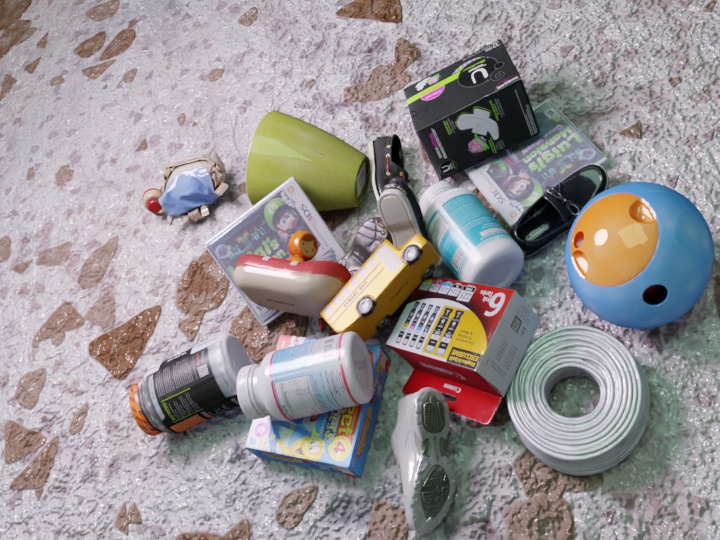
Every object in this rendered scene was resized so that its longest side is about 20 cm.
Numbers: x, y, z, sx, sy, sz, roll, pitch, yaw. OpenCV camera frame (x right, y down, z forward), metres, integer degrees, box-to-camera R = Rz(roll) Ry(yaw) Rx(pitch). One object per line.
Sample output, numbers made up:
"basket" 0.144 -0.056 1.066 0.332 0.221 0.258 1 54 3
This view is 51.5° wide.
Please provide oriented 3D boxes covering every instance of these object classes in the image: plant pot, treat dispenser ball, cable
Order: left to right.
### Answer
"plant pot" -0.087 -0.187 1.404 0.196 0.188 0.190 14 66 15
"cable" 0.305 0.179 1.053 0.197 0.069 0.202 -31 53 5
"treat dispenser ball" 0.389 -0.021 1.051 0.196 0.202 0.205 -11 57 18

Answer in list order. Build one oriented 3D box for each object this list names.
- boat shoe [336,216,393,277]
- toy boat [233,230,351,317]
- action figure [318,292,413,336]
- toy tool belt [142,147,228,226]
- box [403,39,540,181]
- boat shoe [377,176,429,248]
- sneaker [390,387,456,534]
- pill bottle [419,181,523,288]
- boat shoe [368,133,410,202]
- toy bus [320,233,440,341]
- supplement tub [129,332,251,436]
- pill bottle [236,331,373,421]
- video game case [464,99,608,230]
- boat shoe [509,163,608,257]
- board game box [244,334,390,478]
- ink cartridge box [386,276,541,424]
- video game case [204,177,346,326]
"boat shoe" 0.000 0.000 1.302 0.076 0.073 0.201 45 106 23
"toy boat" -0.106 -0.005 1.253 0.196 0.131 0.133 9 68 21
"action figure" 0.027 0.066 1.256 0.197 0.066 0.052 -28 31 9
"toy tool belt" -0.361 -0.156 1.534 0.197 0.125 0.124 -29 45 7
"box" 0.194 -0.284 1.331 0.197 0.125 0.150 -24 41 12
"boat shoe" 0.080 -0.058 1.234 0.072 0.203 0.061 -7 34 27
"sneaker" 0.085 0.279 1.104 0.099 0.076 0.205 -22 61 58
"pill bottle" 0.173 -0.058 1.231 0.110 0.111 0.202 -34 53 2
"boat shoe" 0.057 -0.169 1.374 0.062 0.074 0.205 -18 54 17
"toy bus" 0.033 0.025 1.181 0.201 0.065 0.078 -48 50 0
"supplement tub" -0.289 0.201 1.285 0.197 0.123 0.124 -24 53 9
"pill bottle" -0.086 0.168 1.147 0.196 0.109 0.111 -15 56 16
"video game case" 0.298 -0.188 1.306 0.198 0.023 0.183 -34 53 3
"boat shoe" 0.322 -0.100 1.208 0.199 0.062 0.075 -39 70 1
"board game box" -0.068 0.215 1.214 0.192 0.056 0.204 3 62 27
"ink cartridge box" 0.142 0.112 1.122 0.198 0.084 0.178 9 64 52
"video game case" -0.147 -0.032 1.334 0.198 0.183 0.023 -36 9 1
